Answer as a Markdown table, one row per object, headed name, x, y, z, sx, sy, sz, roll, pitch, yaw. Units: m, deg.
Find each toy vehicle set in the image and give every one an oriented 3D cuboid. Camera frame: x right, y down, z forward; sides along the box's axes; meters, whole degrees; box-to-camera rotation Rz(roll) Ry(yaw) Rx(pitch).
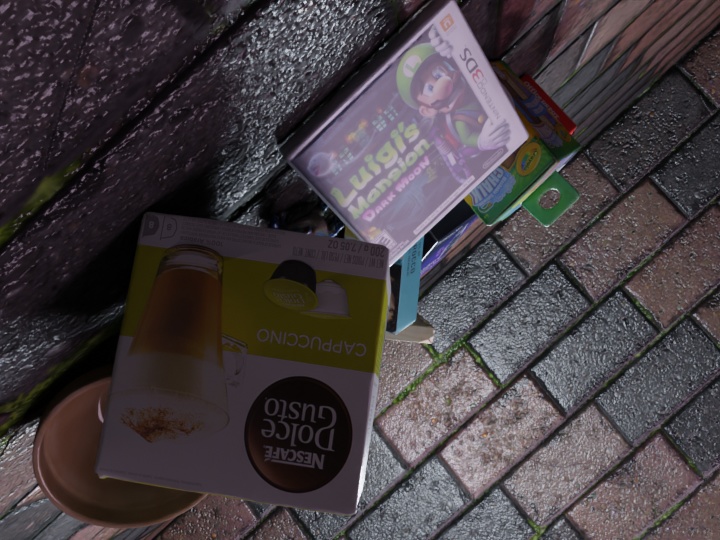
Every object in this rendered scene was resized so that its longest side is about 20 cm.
| name | x | y | z | sx | sy | sz | roll | pitch | yaw |
| --- | --- | --- | --- | --- | --- | --- | --- | --- | --- |
| toy vehicle set | 0.008 | 0.073 | 1.125 | 0.124 | 0.196 | 0.027 | -138 | -121 | -63 |

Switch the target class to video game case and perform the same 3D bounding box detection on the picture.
| name | x | y | z | sx | sy | sz | roll | pitch | yaw |
| --- | --- | --- | --- | --- | --- | --- | --- | --- | --- |
| video game case | 0.050 | -0.121 | 0.659 | 0.199 | 0.023 | 0.182 | -42 | 131 | 5 |

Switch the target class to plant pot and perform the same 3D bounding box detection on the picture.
| name | x | y | z | sx | sy | sz | roll | pitch | yaw |
| --- | --- | --- | --- | --- | --- | --- | --- | --- | --- |
| plant pot | -0.245 | 0.172 | 0.759 | 0.200 | 0.201 | 0.093 | -42 | -149 | 6 |

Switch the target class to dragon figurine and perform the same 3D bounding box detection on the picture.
| name | x | y | z | sx | sy | sz | roll | pitch | yaw |
| --- | --- | --- | --- | --- | --- | --- | --- | --- | --- |
| dragon figurine | -0.071 | -0.026 | 0.808 | 0.099 | 0.059 | 0.201 | -37 | 170 | -22 |

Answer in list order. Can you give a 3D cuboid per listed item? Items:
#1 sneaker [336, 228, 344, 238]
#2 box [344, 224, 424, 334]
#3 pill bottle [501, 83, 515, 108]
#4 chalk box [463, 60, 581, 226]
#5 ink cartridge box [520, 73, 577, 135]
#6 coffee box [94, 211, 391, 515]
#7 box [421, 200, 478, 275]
| name | x | y | z | sx | sy | sz | roll | pitch | yaw |
| --- | --- | --- | --- | --- | --- | --- | --- | --- | --- |
| sneaker | 0.000 | 0.000 | 0.902 | 0.076 | 0.078 | 0.203 | 123 | -14 | -47 |
| box | 0.026 | -0.038 | 0.776 | 0.049 | 0.081 | 0.205 | -28 | 128 | -51 |
| pill bottle | 0.084 | -0.134 | 0.801 | 0.108 | 0.109 | 0.200 | -30 | 166 | -47 |
| chalk box | 0.185 | -0.146 | 0.877 | 0.125 | 0.201 | 0.123 | -46 | 169 | 34 |
| ink cartridge box | 0.243 | -0.214 | 1.065 | 0.199 | 0.117 | 0.067 | -39 | 170 | -20 |
| coffee box | -0.081 | 0.084 | 0.603 | 0.200 | 0.195 | 0.203 | 81 | 17 | -79 |
| box | 0.098 | -0.068 | 1.176 | 0.147 | 0.105 | 0.201 | -34 | 169 | -34 |
